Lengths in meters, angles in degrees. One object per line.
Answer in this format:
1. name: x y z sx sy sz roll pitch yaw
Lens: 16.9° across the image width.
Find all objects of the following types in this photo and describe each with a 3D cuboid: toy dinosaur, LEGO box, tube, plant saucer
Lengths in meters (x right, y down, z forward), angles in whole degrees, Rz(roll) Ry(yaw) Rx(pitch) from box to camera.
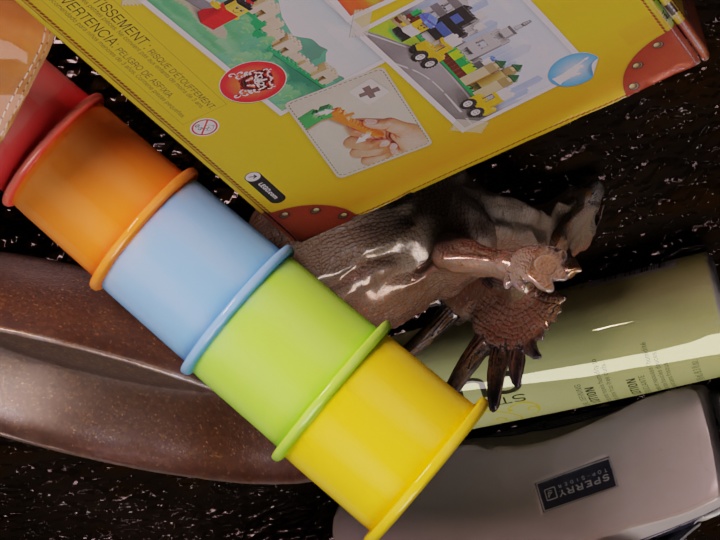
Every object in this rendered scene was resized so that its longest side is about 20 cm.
1. toy dinosaur: 0.000 0.000 0.875 0.200 0.086 0.136 -3 155 -5
2. LEGO box: -0.008 -0.106 0.701 0.149 0.077 0.200 -24 147 17
3. tube: 0.052 0.041 0.990 0.200 0.052 0.058 -13 108 11
4. plant saucer: -0.102 0.032 0.869 0.200 0.037 0.200 12 165 3

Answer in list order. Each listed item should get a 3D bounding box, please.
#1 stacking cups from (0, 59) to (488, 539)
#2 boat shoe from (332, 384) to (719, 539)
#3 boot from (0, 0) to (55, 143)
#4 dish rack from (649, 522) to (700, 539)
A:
1. stacking cups: -0.055 0.003 0.765 0.200 0.061 0.061 39 137 1
2. boat shoe: 0.093 0.103 1.082 0.200 0.075 0.093 -15 167 25
3. boot: -0.158 -0.080 0.659 0.155 0.077 0.200 16 146 -15
4. dish rack: 0.056 0.166 1.108 0.200 0.044 0.172 -17 179 21
